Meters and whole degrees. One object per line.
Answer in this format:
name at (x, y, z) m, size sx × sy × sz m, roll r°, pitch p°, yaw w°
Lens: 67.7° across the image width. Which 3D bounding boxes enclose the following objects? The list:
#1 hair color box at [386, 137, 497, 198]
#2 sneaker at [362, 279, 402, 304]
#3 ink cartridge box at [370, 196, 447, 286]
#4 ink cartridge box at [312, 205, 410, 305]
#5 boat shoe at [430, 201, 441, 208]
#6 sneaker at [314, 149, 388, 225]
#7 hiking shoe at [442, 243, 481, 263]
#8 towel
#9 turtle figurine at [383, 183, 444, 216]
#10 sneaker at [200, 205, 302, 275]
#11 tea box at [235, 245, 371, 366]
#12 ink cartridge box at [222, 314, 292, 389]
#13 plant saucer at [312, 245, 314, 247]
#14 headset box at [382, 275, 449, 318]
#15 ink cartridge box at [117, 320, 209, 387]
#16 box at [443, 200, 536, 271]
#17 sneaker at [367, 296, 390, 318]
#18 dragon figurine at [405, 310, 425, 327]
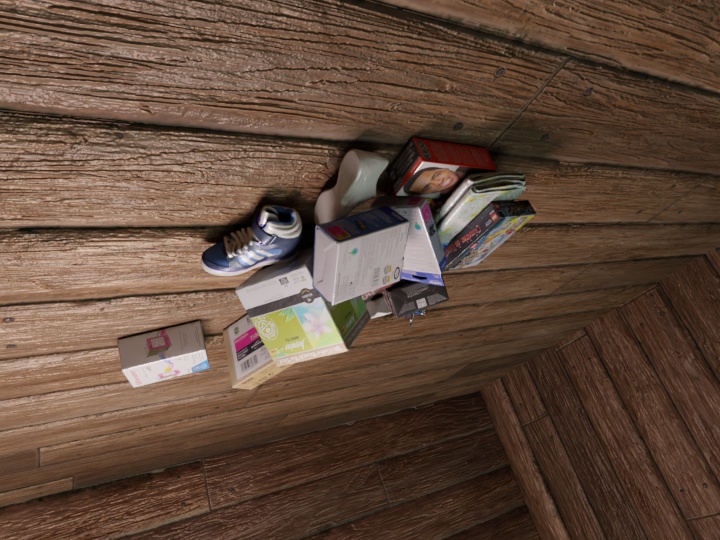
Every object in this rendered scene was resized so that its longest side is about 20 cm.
hair color box at (0.160, -0.195, 1.051) m, size 0.197 × 0.062 × 0.102 m, roll -2°, pitch 150°, yaw -34°
sneaker at (0.019, 0.037, 1.374) m, size 0.197 × 0.071 × 0.099 m, roll -11°, pitch 126°, yaw -16°
ink cartridge box at (0.106, -0.060, 1.103) m, size 0.118 × 0.042 × 0.202 m, roll 8°, pitch 134°, yaw 38°
ink cartridge box at (0.013, -0.034, 1.002) m, size 0.198 × 0.076 × 0.138 m, roll -17°, pitch 131°, yaw -32°
boat shoe at (0.195, -0.114, 1.236) m, size 0.197 × 0.067 × 0.072 m, roll -9°, pitch 154°, yaw -22°
sneaker at (-0.015, -0.138, 1.003) m, size 0.087 × 0.076 × 0.200 m, roll -5°, pitch 149°, yaw -37°
hiking shoe at (0.241, -0.070, 1.336) m, size 0.198 × 0.088 × 0.074 m, roll 4°, pitch 146°, yaw -42°
towel at (0.230, -0.127, 1.110) m, size 0.169 × 0.049 × 0.200 m, roll -12°, pitch 153°, yaw -34°
turtle figurine at (0.121, -0.113, 1.145) m, size 0.197 × 0.065 × 0.162 m, roll 8°, pitch 140°, yaw -28°
sneaker at (-0.207, -0.070, 1.016) m, size 0.197 × 0.081 × 0.147 m, roll -9°, pitch 145°, yaw -16°
tea box at (-0.117, 0.071, 1.127) m, size 0.198 × 0.199 × 0.134 m, roll -18°, pitch -163°, yaw 32°
ink cartridge box at (-0.257, 0.191, 1.387) m, size 0.199 × 0.167 × 0.075 m, roll -33°, pitch 150°, yaw 25°
plant saucer at (-0.049, -0.041, 1.229) m, size 0.198 × 0.039 × 0.202 m, roll -16°, pitch 154°, yaw -8°
headset box at (0.141, 0.058, 1.456) m, size 0.146 × 0.076 × 0.200 m, roll -19°, pitch -174°, yaw -3°
ink cartridge box at (-0.491, 0.212, 1.349) m, size 0.197 × 0.086 × 0.145 m, roll -11°, pitch 154°, yaw -16°
box at (0.265, -0.073, 1.157) m, size 0.135 × 0.038 × 0.200 m, roll -9°, pitch 153°, yaw -41°
sneaker at (0.007, 0.117, 1.565) m, size 0.088 × 0.076 × 0.198 m, roll -25°, pitch 159°, yaw 40°
dragon figurine at (0.160, 0.114, 1.681) m, size 0.098 × 0.060 × 0.201 m, roll -7°, pitch 151°, yaw -27°
